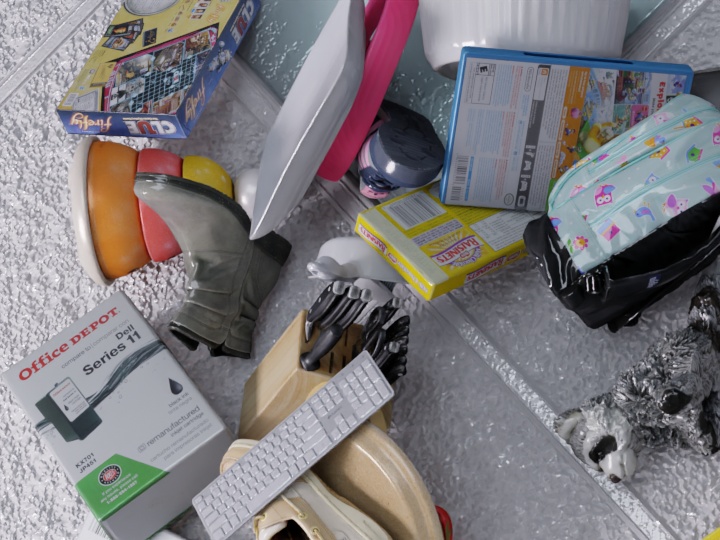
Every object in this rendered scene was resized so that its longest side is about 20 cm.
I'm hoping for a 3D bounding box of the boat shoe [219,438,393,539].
[{"bbox_3d":[-0.057,0.211,1.579,0.200,0.074,0.069,29,54,36],"label":"boat shoe"}]

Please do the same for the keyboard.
[{"bbox_3d":[-0.057,0.149,1.571,0.200,0.011,0.056,-41,43,8],"label":"keyboard"}]

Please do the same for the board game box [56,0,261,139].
[{"bbox_3d":[-0.197,-0.211,1.853,0.135,0.035,0.200,5,49,25],"label":"board game box"}]

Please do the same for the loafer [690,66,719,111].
[{"bbox_3d":[0.267,-0.135,1.653,0.200,0.072,0.073,-22,65,14],"label":"loafer"}]

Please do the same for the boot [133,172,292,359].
[{"bbox_3d":[-0.146,0.001,1.719,0.068,0.200,0.131,7,71,42],"label":"boot"}]

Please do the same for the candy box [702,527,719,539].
[{"bbox_3d":[0.379,0.206,1.511,0.200,0.026,0.102,-38,59,8],"label":"candy box"}]

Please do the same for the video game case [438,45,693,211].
[{"bbox_3d":[0.176,-0.117,1.617,0.200,0.018,0.143,4,117,-7],"label":"video game case"}]

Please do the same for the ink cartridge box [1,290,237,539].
[{"bbox_3d":[-0.220,0.137,1.743,0.147,0.083,0.200,-37,57,-8],"label":"ink cartridge box"}]

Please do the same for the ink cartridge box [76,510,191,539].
[{"bbox_3d":[-0.193,0.325,1.716,0.200,0.044,0.174,21,83,27],"label":"ink cartridge box"}]

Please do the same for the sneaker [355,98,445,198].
[{"bbox_3d":[0.030,-0.093,1.695,0.070,0.200,0.082,23,106,-7],"label":"sneaker"}]

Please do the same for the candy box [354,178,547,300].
[{"bbox_3d":[0.102,-0.044,1.649,0.200,0.026,0.102,-23,57,-35],"label":"candy box"}]

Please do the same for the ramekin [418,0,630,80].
[{"bbox_3d":[0.145,-0.221,1.672,0.202,0.202,0.094,0,86,23],"label":"ramekin"}]

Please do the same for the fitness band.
[{"bbox_3d":[0.001,-0.179,1.747,0.037,0.144,0.200,23,82,-9],"label":"fitness band"}]

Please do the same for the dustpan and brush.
[{"bbox_3d":[0.000,0.000,1.651,0.139,0.200,0.057,4,76,23],"label":"dustpan and brush"}]

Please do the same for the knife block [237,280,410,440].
[{"bbox_3d":[-0.045,0.078,1.654,0.200,0.176,0.064,-9,54,21],"label":"knife block"}]

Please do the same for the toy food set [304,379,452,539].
[{"bbox_3d":[0.002,0.206,1.614,0.200,0.049,0.198,43,135,25],"label":"toy food set"}]

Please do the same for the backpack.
[{"bbox_3d":[0.241,-0.049,1.562,0.200,0.167,0.127,-35,75,10],"label":"backpack"}]

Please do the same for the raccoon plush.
[{"bbox_3d":[0.248,0.092,1.603,0.134,0.097,0.200,-9,38,35],"label":"raccoon plush"}]

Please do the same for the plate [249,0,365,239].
[{"bbox_3d":[-0.041,-0.146,1.713,0.200,0.032,0.200,-60,13,29],"label":"plate"}]

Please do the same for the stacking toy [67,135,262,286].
[{"bbox_3d":[-0.171,-0.065,1.804,0.200,0.146,0.146,-5,70,5],"label":"stacking toy"}]
